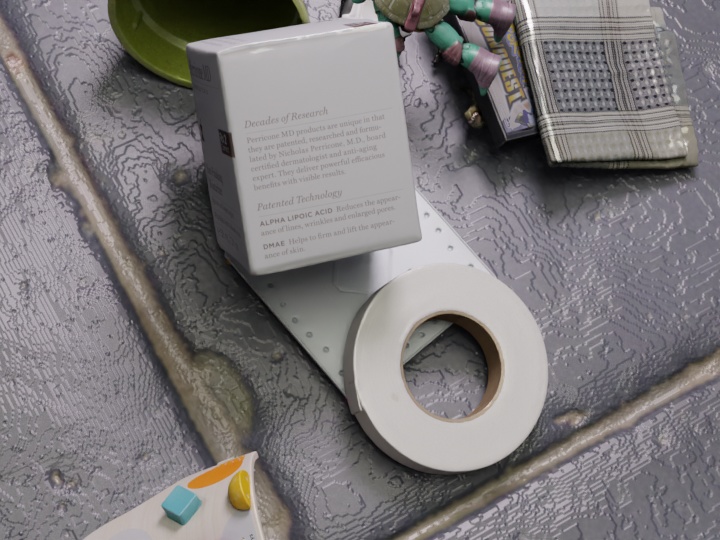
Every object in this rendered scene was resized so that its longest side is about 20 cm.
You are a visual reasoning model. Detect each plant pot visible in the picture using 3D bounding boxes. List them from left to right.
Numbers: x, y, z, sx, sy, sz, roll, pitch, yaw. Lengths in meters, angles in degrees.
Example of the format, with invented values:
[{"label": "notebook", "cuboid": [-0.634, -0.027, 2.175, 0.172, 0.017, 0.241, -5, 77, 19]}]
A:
[{"label": "plant pot", "cuboid": [-0.137, -0.314, 1.553, 0.199, 0.201, 0.185, 11, 56, -6]}]

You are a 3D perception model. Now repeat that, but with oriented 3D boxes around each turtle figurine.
[{"label": "turtle figurine", "cuboid": [0.049, -0.255, 1.528, 0.199, 0.101, 0.151, 21, 85, -6]}]

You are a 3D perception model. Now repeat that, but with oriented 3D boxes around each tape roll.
[{"label": "tape roll", "cuboid": [0.082, 0.094, 1.481, 0.201, 0.037, 0.205, 4, 78, -17]}]

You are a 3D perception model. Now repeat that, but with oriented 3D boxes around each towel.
[{"label": "towel", "cuboid": [0.260, -0.199, 1.615, 0.199, 0.035, 0.194, -2, 73, -28]}]

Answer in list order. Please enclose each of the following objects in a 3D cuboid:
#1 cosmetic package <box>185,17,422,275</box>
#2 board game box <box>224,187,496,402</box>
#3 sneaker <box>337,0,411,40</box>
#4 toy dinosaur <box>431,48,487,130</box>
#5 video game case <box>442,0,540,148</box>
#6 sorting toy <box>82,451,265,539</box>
[{"label": "cosmetic package", "cuboid": [-0.054, -0.120, 1.422, 0.164, 0.165, 0.202, -12, 103, -14]}, {"label": "board game box", "cuboid": [0.000, 0.000, 1.530, 0.200, 0.026, 0.200, -38, 80, -21]}, {"label": "sneaker", "cuboid": [0.019, -0.278, 1.623, 0.079, 0.074, 0.202, 17, 75, -8]}, {"label": "toy dinosaur", "cuboid": [0.133, -0.231, 1.637, 0.088, 0.047, 0.201, 32, 63, -4]}, {"label": "video game case", "cuboid": [0.180, -0.239, 1.624, 0.180, 0.025, 0.201, -15, 78, -31]}, {"label": "sorting toy", "cuboid": [-0.159, 0.274, 1.370, 0.179, 0.107, 0.201, -18, 72, 4]}]
